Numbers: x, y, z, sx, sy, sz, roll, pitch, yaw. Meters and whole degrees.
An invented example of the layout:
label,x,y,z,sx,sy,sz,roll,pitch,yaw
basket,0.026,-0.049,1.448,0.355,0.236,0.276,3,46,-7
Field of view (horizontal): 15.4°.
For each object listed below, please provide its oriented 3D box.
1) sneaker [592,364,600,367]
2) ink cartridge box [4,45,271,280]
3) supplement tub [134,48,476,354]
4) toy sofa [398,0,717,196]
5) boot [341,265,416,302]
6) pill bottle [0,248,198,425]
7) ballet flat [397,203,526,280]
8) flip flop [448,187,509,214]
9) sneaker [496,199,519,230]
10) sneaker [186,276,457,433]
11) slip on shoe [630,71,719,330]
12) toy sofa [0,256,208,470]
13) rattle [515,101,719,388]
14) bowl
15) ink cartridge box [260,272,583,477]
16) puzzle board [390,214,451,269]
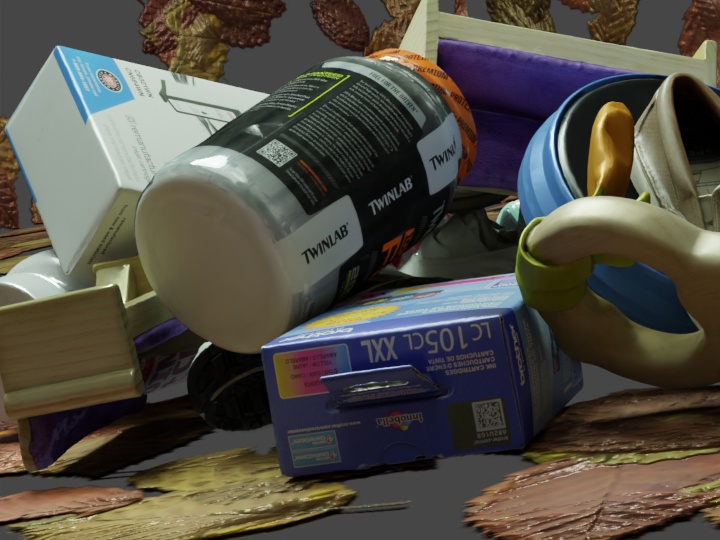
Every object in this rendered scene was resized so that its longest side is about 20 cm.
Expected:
label,x,y,z,sx,sy,sz,roll,pitch,yaw
sneaker,0.189,0.010,1.607,0.200,0.075,0.115,-12,2,-25
ink cartridge box,-0.116,-0.058,1.776,0.200,0.146,0.084,9,-52,-38
supplement tub,-0.026,-0.047,1.549,0.122,0.123,0.200,-5,24,44
toy sofa,0.120,-0.099,1.656,0.200,0.098,0.083,9,-28,-10
boot,0.000,0.000,1.664,0.200,0.097,0.075,11,-48,-27
pill bottle,-0.174,0.035,1.781,0.113,0.114,0.200,-6,7,34
ballet flat,0.099,-0.020,1.731,0.200,0.070,0.069,-12,5,11
flip flop,0.086,-0.079,1.721,0.200,0.058,0.081,-24,10,-22
sneaker,0.211,-0.033,2.009,0.200,0.078,0.140,2,8,17
sneaker,-0.003,0.047,1.589,0.200,0.074,0.079,-10,1,2
slip on shoe,0.204,-0.025,1.429,0.076,0.061,0.200,-6,47,-18
toy sofa,-0.141,0.048,1.586,0.083,0.098,0.200,-11,5,15
rattle,0.191,-0.012,1.361,0.200,0.130,0.143,-2,28,39
bowl,0.190,-0.037,1.521,0.200,0.201,0.039,-14,-37,-35
ink cartridge box,0.033,0.055,1.425,0.136,0.076,0.200,-9,8,17
puzzle board,0.030,-0.023,1.833,0.151,0.017,0.200,-51,-11,2
